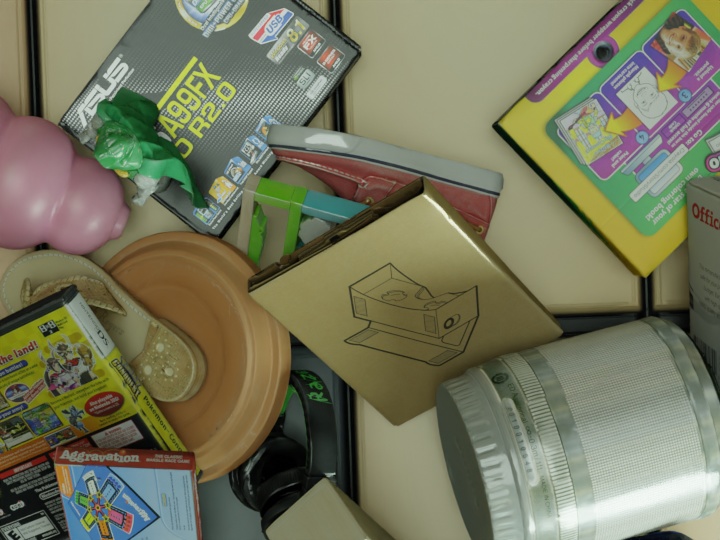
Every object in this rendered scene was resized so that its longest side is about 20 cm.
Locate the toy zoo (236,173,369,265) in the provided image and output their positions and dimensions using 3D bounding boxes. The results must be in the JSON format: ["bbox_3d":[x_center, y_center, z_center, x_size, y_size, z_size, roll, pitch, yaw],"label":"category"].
[{"bbox_3d":[0.000,0.000,1.257,0.199,0.131,0.021,15,48,3],"label":"toy zoo"}]

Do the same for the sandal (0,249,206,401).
[{"bbox_3d":[-0.218,0.038,1.238,0.211,0.070,0.078,27,97,26],"label":"sandal"}]

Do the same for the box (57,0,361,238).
[{"bbox_3d":[-0.120,-0.147,1.290,0.160,0.044,0.200,38,91,-1],"label":"box"}]

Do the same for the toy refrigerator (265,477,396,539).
[{"bbox_3d":[0.014,0.249,1.229,0.070,0.076,0.200,-41,132,1],"label":"toy refrigerator"}]

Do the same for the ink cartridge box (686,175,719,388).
[{"bbox_3d":[0.316,0.037,1.216,0.086,0.146,0.201,-7,107,-13],"label":"ink cartridge box"}]

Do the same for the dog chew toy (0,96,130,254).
[{"bbox_3d":[-0.279,-0.073,1.258,0.199,0.125,0.125,22,91,-8],"label":"dog chew toy"}]

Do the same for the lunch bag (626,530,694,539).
[{"bbox_3d":[0.203,0.281,1.257,0.199,0.132,0.136,-10,88,5],"label":"lunch bag"}]

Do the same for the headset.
[{"bbox_3d":[-0.072,0.176,1.258,0.094,0.123,0.201,2,109,-24],"label":"headset"}]

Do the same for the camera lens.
[{"bbox_3d":[0.174,0.131,1.229,0.199,0.160,0.161,-14,91,-8],"label":"camera lens"}]

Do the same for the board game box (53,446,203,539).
[{"bbox_3d":[-0.175,0.201,1.240,0.103,0.200,0.019,2,49,-1],"label":"board game box"}]

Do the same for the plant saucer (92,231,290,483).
[{"bbox_3d":[-0.149,0.069,1.259,0.200,0.032,0.201,-2,86,27],"label":"plant saucer"}]

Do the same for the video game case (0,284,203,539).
[{"bbox_3d":[-0.248,0.123,1.243,0.200,0.026,0.181,-24,108,28],"label":"video game case"}]

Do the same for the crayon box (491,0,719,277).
[{"bbox_3d":[0.237,-0.125,1.285,0.200,0.058,0.173,-44,92,1],"label":"crayon box"}]

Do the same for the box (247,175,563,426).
[{"bbox_3d":[0.037,0.029,1.226,0.163,0.021,0.200,-30,130,20],"label":"box"}]

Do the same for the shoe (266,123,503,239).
[{"bbox_3d":[0.015,-0.054,1.263,0.199,0.071,0.091,12,92,-20],"label":"shoe"}]

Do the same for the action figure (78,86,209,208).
[{"bbox_3d":[-0.166,-0.088,1.170,0.055,0.200,0.118,-40,90,2],"label":"action figure"}]
